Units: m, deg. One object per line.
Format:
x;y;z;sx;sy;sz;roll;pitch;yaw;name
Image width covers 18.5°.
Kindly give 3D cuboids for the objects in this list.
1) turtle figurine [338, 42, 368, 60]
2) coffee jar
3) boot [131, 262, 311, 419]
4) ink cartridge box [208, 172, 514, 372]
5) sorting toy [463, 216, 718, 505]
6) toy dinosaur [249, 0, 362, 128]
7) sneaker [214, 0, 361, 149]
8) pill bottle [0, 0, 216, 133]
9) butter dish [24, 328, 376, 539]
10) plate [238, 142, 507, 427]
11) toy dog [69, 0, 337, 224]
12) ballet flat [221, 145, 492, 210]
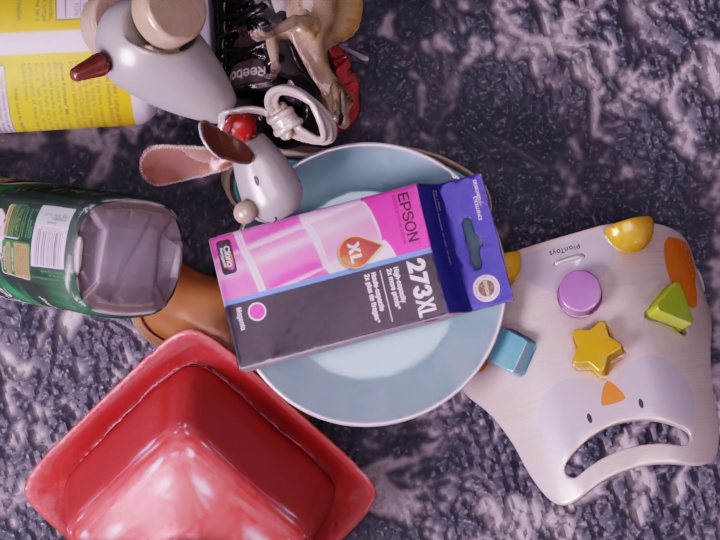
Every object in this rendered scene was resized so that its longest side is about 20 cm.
-0.021;-0.235;1.600;0.199;0.101;0.150;29;127;1;turtle figurine
-0.224;-0.019;1.547;0.104;0.199;0.086;3;94;-46;coffee jar
-0.084;0.027;1.607;0.154;0.077;0.202;-20;97;4;boot
0.000;0.000;1.540;0.198;0.037;0.096;-15;83;1;ink cartridge box
0.171;0.071;1.578;0.198;0.107;0.181;-16;66;-1;sorting toy
-0.037;-0.199;1.503;0.100;0.058;0.202;6;86;-37;toy dinosaur
-0.067;-0.173;1.542;0.070;0.098;0.202;-9;112;35;sneaker
-0.204;-0.159;1.586;0.198;0.114;0.116;-3;91;-2;pill bottle
-0.120;0.181;1.554;0.200;0.148;0.199;43;109;-13;butter dish
0.005;0.010;1.568;0.198;0.026;0.202;0;86;3;plate
-0.123;-0.107;1.484;0.200;0.132;0.096;43;60;2;toy dog
-0.004;-0.062;1.620;0.198;0.069;0.070;9;91;-7;ballet flat
